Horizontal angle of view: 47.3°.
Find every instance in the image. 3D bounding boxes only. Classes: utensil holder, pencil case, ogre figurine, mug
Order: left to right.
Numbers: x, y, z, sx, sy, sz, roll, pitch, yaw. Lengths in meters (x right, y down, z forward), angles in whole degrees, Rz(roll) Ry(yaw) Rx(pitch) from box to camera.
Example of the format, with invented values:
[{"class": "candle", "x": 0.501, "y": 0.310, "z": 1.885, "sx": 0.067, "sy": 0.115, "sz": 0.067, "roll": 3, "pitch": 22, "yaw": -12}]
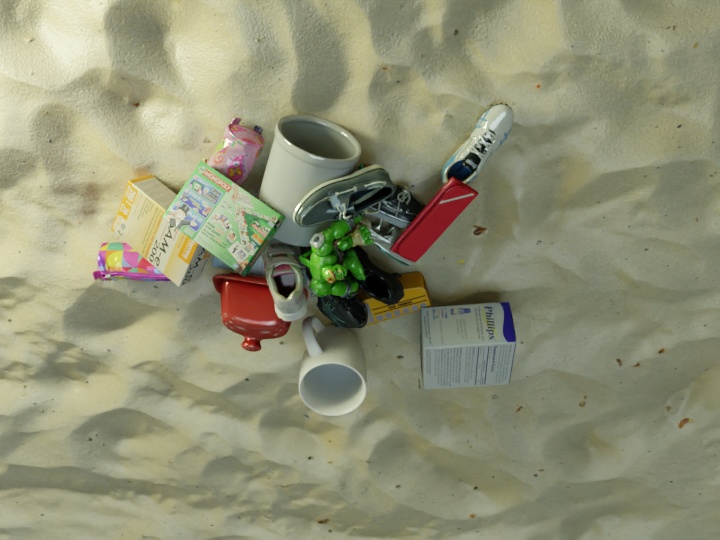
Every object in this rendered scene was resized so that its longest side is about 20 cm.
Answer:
[{"class": "pencil case", "x": -0.456, "y": -0.013, "z": 1.738, "sx": 0.198, "sy": 0.089, "sz": 0.089, "roll": 0, "pitch": 122, "yaw": -1}, {"class": "pencil case", "x": -0.265, "y": -0.199, "z": 1.627, "sx": 0.087, "sy": 0.088, "sz": 0.201, "roll": 26, "pitch": 117, "yaw": -15}, {"class": "utensil holder", "x": -0.106, "y": -0.172, "z": 1.594, "sx": 0.168, "sy": 0.171, "sz": 0.201, "roll": 15, "pitch": 123, "yaw": -9}, {"class": "mug", "x": -0.071, "y": 0.188, "z": 1.809, "sx": 0.147, "sy": 0.176, "sz": 0.201, "roll": -25, "pitch": 118, "yaw": 14}, {"class": "ogre figurine", "x": -0.047, "y": -0.021, "z": 1.592, "sx": 0.119, "sy": 0.098, "sz": 0.201, "roll": -24, "pitch": 155, "yaw": -32}]

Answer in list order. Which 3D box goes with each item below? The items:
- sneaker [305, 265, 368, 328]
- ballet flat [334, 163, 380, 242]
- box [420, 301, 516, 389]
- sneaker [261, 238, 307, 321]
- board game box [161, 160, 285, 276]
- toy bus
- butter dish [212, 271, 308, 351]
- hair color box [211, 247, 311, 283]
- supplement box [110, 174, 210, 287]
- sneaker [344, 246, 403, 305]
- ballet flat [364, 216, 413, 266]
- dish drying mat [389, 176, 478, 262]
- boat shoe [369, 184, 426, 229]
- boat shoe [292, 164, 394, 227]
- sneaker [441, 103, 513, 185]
[{"class": "sneaker", "x": -0.065, "y": 0.058, "z": 1.707, "sx": 0.079, "sy": 0.076, "sz": 0.200, "roll": -13, "pitch": 130, "yaw": 32}, {"class": "ballet flat", "x": -0.001, "y": -0.120, "z": 1.628, "sx": 0.072, "sy": 0.068, "sz": 0.201, "roll": 16, "pitch": 121, "yaw": -17}, {"class": "box", "x": 0.232, "y": 0.167, "z": 1.809, "sx": 0.198, "sy": 0.106, "sz": 0.185, "roll": -3, "pitch": 144, "yaw": 2}, {"class": "sneaker", "x": -0.149, "y": -0.007, "z": 1.607, "sx": 0.081, "sy": 0.202, "sz": 0.088, "roll": -15, "pitch": 162, "yaw": -7}, {"class": "board game box", "x": -0.259, "y": -0.099, "z": 1.554, "sx": 0.199, "sy": 0.029, "sz": 0.135, "roll": 35, "pitch": 87, "yaw": 14}, {"class": "toy bus", "x": 0.049, "y": 0.064, "z": 1.799, "sx": 0.198, "sy": 0.065, "sz": 0.079, "roll": -17, "pitch": 122, "yaw": 9}, {"class": "butter dish", "x": -0.218, "y": 0.096, "z": 1.724, "sx": 0.198, "sy": 0.149, "sz": 0.200, "roll": 9, "pitch": 166, "yaw": -3}, {"class": "hair color box", "x": -0.202, "y": -0.038, "z": 1.714, "sx": 0.198, "sy": 0.099, "sz": 0.061, "roll": 11, "pitch": 120, "yaw": -7}, {"class": "supplement box", "x": -0.392, "y": -0.081, "z": 1.650, "sx": 0.199, "sy": 0.073, "sz": 0.127, "roll": 37, "pitch": 119, "yaw": 13}, {"class": "sneaker", "x": 0.000, "y": 0.000, "z": 1.716, "sx": 0.199, "sy": 0.091, "sz": 0.076, "roll": 31, "pitch": 97, "yaw": 11}, {"class": "ballet flat", "x": 0.040, "y": -0.079, "z": 1.714, "sx": 0.199, "sy": 0.070, "sz": 0.070, "roll": 30, "pitch": 117, "yaw": -13}, {"class": "dish drying mat", "x": 0.147, "y": -0.097, "z": 1.648, "sx": 0.076, "sy": 0.018, "sz": 0.200, "roll": 22, "pitch": 120, "yaw": -35}, {"class": "boat shoe", "x": 0.073, "y": -0.142, "z": 1.667, "sx": 0.198, "sy": 0.074, "sz": 0.068, "roll": 22, "pitch": 134, "yaw": -3}, {"class": "boat shoe", "x": -0.029, "y": -0.128, "z": 1.514, "sx": 0.199, "sy": 0.062, "sz": 0.073, "roll": -27, "pitch": 144, "yaw": -12}, {"class": "sneaker", "x": 0.232, "y": -0.236, "z": 1.611, "sx": 0.072, "sy": 0.073, "sz": 0.200, "roll": 30, "pitch": 116, "yaw": -16}]
